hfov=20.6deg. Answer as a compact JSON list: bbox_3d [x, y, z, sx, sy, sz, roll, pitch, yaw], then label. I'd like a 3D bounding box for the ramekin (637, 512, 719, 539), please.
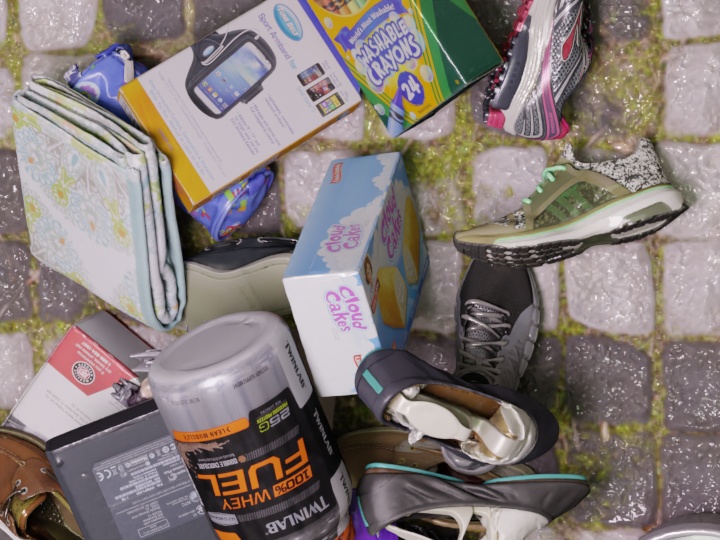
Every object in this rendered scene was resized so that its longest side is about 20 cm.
[{"bbox_3d":[0.294,0.302,1.675,0.198,0.105,0.202,3,100,15],"label":"ramekin"}]

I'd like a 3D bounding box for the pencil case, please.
[{"bbox_3d":[-0.168,-0.118,1.739,0.200,0.078,0.087,42,141,4],"label":"pencil case"}]

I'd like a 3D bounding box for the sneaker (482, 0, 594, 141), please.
[{"bbox_3d":[0.166,-0.206,1.642,0.074,0.081,0.201,18,111,-6],"label":"sneaker"}]

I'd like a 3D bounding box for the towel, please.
[{"bbox_3d":[-0.228,-0.058,1.725,0.171,0.048,0.201,30,138,32],"label":"towel"}]

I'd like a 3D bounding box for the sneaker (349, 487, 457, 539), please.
[{"bbox_3d":[0.051,0.248,1.720,0.099,0.070,0.201,-17,132,15],"label":"sneaker"}]

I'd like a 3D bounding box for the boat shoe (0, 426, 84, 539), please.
[{"bbox_3d":[-0.286,0.200,1.745,0.199,0.068,0.072,26,107,10],"label":"boat shoe"}]

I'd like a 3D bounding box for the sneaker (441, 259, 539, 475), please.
[{"bbox_3d":[0.107,0.073,1.663,0.074,0.115,0.202,7,86,9],"label":"sneaker"}]

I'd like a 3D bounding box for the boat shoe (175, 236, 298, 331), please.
[{"bbox_3d":[-0.105,0.005,1.750,0.198,0.066,0.075,-14,110,39],"label":"boat shoe"}]

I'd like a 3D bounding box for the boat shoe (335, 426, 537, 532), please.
[{"bbox_3d":[0.059,0.184,1.738,0.198,0.066,0.075,7,101,14],"label":"boat shoe"}]

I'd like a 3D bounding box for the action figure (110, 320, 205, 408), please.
[{"bbox_3d":[-0.154,0.135,1.700,0.129,0.069,0.201,11,110,-5],"label":"action figure"}]

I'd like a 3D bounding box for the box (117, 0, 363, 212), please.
[{"bbox_3d":[-0.094,-0.152,1.696,0.199,0.041,0.120,-32,87,-17],"label":"box"}]

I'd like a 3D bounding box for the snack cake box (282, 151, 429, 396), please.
[{"bbox_3d":[0.000,0.000,1.639,0.067,0.200,0.116,-6,120,16],"label":"snack cake box"}]

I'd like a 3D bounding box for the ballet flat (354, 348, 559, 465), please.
[{"bbox_3d":[0.084,0.121,1.568,0.199,0.073,0.073,24,108,-28],"label":"ballet flat"}]

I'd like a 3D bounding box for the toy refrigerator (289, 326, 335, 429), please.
[{"bbox_3d":[-0.071,0.157,1.758,0.076,0.070,0.202,16,106,46],"label":"toy refrigerator"}]

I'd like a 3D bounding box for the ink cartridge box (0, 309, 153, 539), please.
[{"bbox_3d":[-0.247,0.162,1.808,0.147,0.083,0.200,39,107,5],"label":"ink cartridge box"}]

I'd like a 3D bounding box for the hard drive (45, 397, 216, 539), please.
[{"bbox_3d":[-0.164,0.209,1.671,0.139,0.033,0.201,-21,109,0],"label":"hard drive"}]

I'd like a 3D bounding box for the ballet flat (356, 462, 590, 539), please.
[{"bbox_3d":[0.094,0.202,1.651,0.198,0.068,0.069,3,72,-5],"label":"ballet flat"}]

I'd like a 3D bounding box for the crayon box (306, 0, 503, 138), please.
[{"bbox_3d":[0.020,-0.225,1.653,0.201,0.051,0.126,58,146,0],"label":"crayon box"}]

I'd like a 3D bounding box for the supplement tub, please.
[{"bbox_3d":[-0.082,0.144,1.592,0.122,0.123,0.201,-16,111,17],"label":"supplement tub"}]

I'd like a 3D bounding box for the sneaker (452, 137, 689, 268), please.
[{"bbox_3d":[0.170,-0.059,1.663,0.198,0.077,0.089,-13,74,-3],"label":"sneaker"}]
